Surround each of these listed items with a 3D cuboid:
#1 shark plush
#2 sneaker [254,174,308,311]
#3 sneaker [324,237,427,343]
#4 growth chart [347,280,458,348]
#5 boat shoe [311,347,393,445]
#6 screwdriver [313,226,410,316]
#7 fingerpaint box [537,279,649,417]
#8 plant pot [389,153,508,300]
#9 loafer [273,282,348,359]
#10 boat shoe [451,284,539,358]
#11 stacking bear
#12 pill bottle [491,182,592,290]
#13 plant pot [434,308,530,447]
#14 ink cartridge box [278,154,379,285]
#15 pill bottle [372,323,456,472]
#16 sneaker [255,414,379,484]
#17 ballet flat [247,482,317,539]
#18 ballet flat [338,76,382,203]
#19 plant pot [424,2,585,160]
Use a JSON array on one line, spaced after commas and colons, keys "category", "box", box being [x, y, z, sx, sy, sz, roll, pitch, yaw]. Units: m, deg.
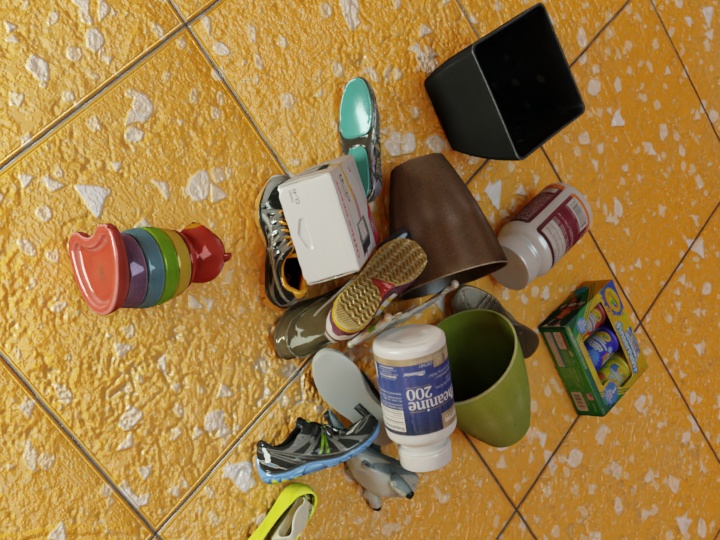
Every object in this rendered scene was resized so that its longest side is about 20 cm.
[{"category": "shark plush", "box": [0.009, 0.296, 1.533, 0.199, 0.091, 0.084, 37, 44, -7]}, {"category": "sneaker", "box": [-0.106, -0.043, 1.442, 0.077, 0.077, 0.203, -2, 86, -35]}, {"category": "sneaker", "box": [0.017, 0.028, 1.442, 0.075, 0.090, 0.200, 47, 57, 4]}, {"category": "growth chart", "box": [0.066, 0.071, 1.519, 0.199, 0.144, 0.018, -24, 81, -43]}, {"category": "boat shoe", "box": [-0.013, 0.189, 1.504, 0.070, 0.064, 0.201, -35, 117, 4]}, {"category": "screwdriver", "box": [0.000, 0.000, 1.467, 0.199, 0.028, 0.029, -38, 128, -19]}, {"category": "fingerpaint box", "box": [0.445, 0.146, 1.843, 0.166, 0.073, 0.202, -36, 108, -33]}, {"category": "plant pot", "box": [0.119, -0.078, 1.569, 0.185, 0.186, 0.203, -11, 79, -37]}, {"category": "loafer", "box": [-0.048, 0.070, 1.481, 0.199, 0.067, 0.077, -34, 106, -34]}, {"category": "boat shoe", "box": [0.226, 0.087, 1.700, 0.199, 0.063, 0.074, 38, 91, -26]}, {"category": "stacking bear", "box": [-0.268, -0.012, 1.302, 0.198, 0.120, 0.116, -12, 92, -44]}, {"category": "pill bottle", "box": [0.317, -0.060, 1.738, 0.200, 0.114, 0.115, -40, 109, -31]}, {"category": "plant pot", "box": [0.206, 0.201, 1.610, 0.188, 0.185, 0.201, -56, 133, -26]}, {"category": "ink cartridge box", "box": [-0.042, -0.079, 1.423, 0.200, 0.084, 0.150, -61, 134, -74]}, {"category": "pill bottle", "box": [0.085, 0.192, 1.454, 0.110, 0.110, 0.203, -21, 110, -36]}, {"category": "sneaker", "box": [-0.061, 0.251, 1.437, 0.197, 0.071, 0.084, -16, 84, -16]}, {"category": "ballet flat", "box": [-0.124, 0.395, 1.400, 0.067, 0.067, 0.201, 46, 62, -26]}, {"category": "ballet flat", "box": [0.004, -0.203, 1.553, 0.071, 0.072, 0.204, 1, 86, -36]}, {"category": "plant pot", "box": [0.227, -0.305, 1.650, 0.199, 0.176, 0.202, -37, 109, -33]}]
